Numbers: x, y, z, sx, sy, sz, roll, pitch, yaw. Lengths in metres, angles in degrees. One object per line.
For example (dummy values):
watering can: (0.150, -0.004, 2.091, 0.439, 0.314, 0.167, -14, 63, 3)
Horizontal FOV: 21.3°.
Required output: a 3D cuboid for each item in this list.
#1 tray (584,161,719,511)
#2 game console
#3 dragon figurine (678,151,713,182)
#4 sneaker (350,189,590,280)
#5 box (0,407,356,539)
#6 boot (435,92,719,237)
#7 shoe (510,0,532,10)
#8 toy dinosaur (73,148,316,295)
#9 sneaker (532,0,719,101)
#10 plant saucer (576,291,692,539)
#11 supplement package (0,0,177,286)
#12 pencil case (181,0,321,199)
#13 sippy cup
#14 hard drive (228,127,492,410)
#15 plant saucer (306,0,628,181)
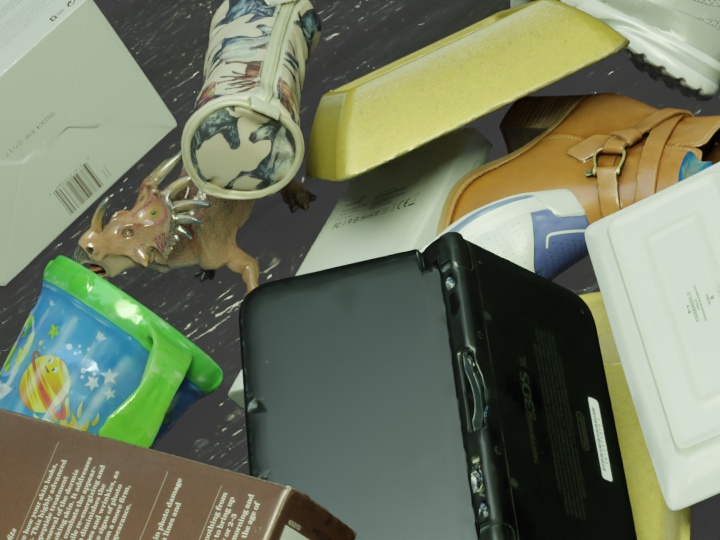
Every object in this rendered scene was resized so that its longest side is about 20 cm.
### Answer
tray: (0.183, 0.023, 1.011, 0.107, 0.022, 0.201, -26, 46, 16)
game console: (0.042, 0.095, 1.003, 0.116, 0.175, 0.201, -34, 47, 35)
dragon figurine: (0.226, -0.052, 1.131, 0.099, 0.059, 0.200, -36, 14, 24)
sneaker: (0.053, 0.041, 1.106, 0.198, 0.081, 0.116, -23, 70, -15)
box: (-0.111, 0.142, 0.936, 0.199, 0.075, 0.101, 11, 71, 34)
boot: (0.140, -0.036, 1.199, 0.154, 0.074, 0.201, 8, 58, 32)
shoe: (0.205, -0.217, 1.336, 0.198, 0.072, 0.091, -7, 45, 21)
toy dinosaur: (-0.104, -0.056, 1.318, 0.085, 0.136, 0.201, -1, 50, 31)
sneaker: (0.168, -0.196, 1.269, 0.199, 0.075, 0.082, 34, 89, 2)
plant saucer: (0.104, 0.108, 1.100, 0.198, 0.049, 0.201, -9, 47, 24)
supplement package: (-0.291, -0.132, 1.496, 0.191, 0.147, 0.200, -43, 42, -12)
pencil case: (-0.070, -0.124, 1.274, 0.077, 0.090, 0.201, 17, 31, -8)
sippy cup: (-0.180, 0.081, 1.247, 0.139, 0.178, 0.131, 33, 80, 9)
hard drive: (0.000, 0.000, 1.251, 0.131, 0.026, 0.201, -15, 39, 52)
plant saucer: (0.054, -0.122, 1.241, 0.199, 0.049, 0.200, -26, 7, -5)
